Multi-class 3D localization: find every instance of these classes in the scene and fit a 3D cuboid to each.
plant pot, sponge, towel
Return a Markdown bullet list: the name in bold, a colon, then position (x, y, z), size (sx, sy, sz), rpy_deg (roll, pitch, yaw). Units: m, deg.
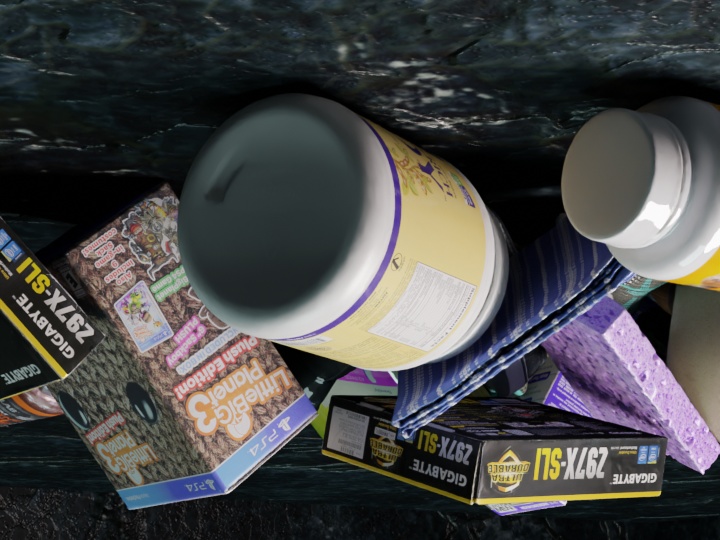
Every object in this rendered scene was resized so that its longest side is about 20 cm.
- **plant pot**: position (0.299, 0.054, 1.393), size (0.134, 0.201, 0.200), rpy_deg (7, 169, 11)
- **sponge**: position (0.182, 0.071, 1.354), size (0.111, 0.030, 0.200), rpy_deg (27, 162, 44)
- **towel**: position (0.100, 0.020, 1.248), size (0.200, 0.024, 0.145), rpy_deg (-37, -163, 17)

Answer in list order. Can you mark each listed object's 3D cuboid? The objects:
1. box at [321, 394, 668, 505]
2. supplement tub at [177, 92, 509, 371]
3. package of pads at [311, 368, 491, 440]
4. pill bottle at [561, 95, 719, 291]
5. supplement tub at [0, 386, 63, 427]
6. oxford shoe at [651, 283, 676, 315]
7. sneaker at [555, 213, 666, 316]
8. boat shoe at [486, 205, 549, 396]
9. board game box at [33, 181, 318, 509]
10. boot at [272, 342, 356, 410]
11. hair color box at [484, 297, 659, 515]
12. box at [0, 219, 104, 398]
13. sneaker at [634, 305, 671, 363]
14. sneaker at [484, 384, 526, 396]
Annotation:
- **box**: position (0.099, 0.127, 1.346), size (0.199, 0.050, 0.159), rpy_deg (4, -176, -42)
- **supplement tub**: position (-0.004, -0.017, 1.152), size (0.145, 0.146, 0.200), rpy_deg (-7, 166, 28)
- **package of pads**: position (0.012, 0.092, 1.510), size (0.200, 0.068, 0.155), rpy_deg (5, 138, 53)
- **pill bottle**: position (0.219, -0.042, 1.121), size (0.199, 0.110, 0.109), rpy_deg (9, 164, -36)
- **supplement tub**: position (-0.306, 0.084, 1.701), size (0.107, 0.108, 0.200), rpy_deg (11, 163, -40)
- **oxford shoe**: position (0.324, 0.013, 1.520), size (0.199, 0.072, 0.071), rpy_deg (6, -167, -25)
- **sneaker**: position (0.207, -0.004, 1.390), size (0.091, 0.078, 0.200), rpy_deg (-14, 170, 13)
- **boat shoe**: position (0.115, 0.002, 1.402), size (0.071, 0.091, 0.201), rpy_deg (37, 157, 35)
- **board game box**: position (-0.153, 0.059, 1.337), size (0.097, 0.200, 0.159), rpy_deg (-39, -169, -32)
- **boot**: position (0.000, 0.001, 1.360), size (0.065, 0.165, 0.200), rpy_deg (19, 138, -26)
- **hair color box**: position (0.164, 0.103, 1.564), size (0.065, 0.200, 0.109), rpy_deg (37, 156, -14)
- **box**: position (-0.281, 0.016, 1.286), size (0.160, 0.049, 0.200), rpy_deg (52, 148, -13)
- **sneaker**: position (0.269, 0.076, 1.537), size (0.200, 0.078, 0.085), rpy_deg (-19, 142, -46)
- **sneaker**: position (0.084, 0.077, 1.567), size (0.077, 0.092, 0.200), rpy_deg (5, 166, -21)
